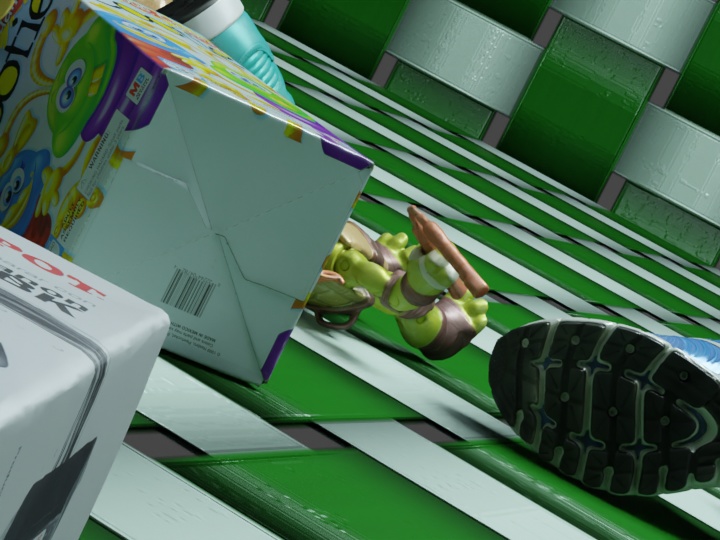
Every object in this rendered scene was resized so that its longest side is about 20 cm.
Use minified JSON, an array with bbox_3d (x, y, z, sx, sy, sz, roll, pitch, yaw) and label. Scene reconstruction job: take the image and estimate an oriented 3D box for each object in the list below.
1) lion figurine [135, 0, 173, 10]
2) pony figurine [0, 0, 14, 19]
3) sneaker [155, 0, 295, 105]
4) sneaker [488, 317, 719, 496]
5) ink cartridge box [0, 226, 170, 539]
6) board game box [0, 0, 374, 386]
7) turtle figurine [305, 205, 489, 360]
[{"bbox_3d":[-0.101,-0.106,1.460,0.200,0.072,0.122,48,-3,-11],"label":"lion figurine"},{"bbox_3d":[-0.167,-0.158,1.066,0.200,0.192,0.167,34,-26,60],"label":"pony figurine"},{"bbox_3d":[-0.096,-0.074,1.376,0.200,0.084,0.121,-13,-66,57],"label":"sneaker"},{"bbox_3d":[0.156,0.068,1.229,0.199,0.079,0.089,15,6,-3],"label":"sneaker"},{"bbox_3d":[-0.132,0.023,0.527,0.144,0.084,0.200,27,7,3],"label":"ink cartridge box"},{"bbox_3d":[-0.095,-0.048,1.093,0.104,0.104,0.200,23,8,-30],"label":"board game box"},{"bbox_3d":[0.000,0.000,1.264,0.199,0.065,0.161,22,-5,32],"label":"turtle figurine"}]
